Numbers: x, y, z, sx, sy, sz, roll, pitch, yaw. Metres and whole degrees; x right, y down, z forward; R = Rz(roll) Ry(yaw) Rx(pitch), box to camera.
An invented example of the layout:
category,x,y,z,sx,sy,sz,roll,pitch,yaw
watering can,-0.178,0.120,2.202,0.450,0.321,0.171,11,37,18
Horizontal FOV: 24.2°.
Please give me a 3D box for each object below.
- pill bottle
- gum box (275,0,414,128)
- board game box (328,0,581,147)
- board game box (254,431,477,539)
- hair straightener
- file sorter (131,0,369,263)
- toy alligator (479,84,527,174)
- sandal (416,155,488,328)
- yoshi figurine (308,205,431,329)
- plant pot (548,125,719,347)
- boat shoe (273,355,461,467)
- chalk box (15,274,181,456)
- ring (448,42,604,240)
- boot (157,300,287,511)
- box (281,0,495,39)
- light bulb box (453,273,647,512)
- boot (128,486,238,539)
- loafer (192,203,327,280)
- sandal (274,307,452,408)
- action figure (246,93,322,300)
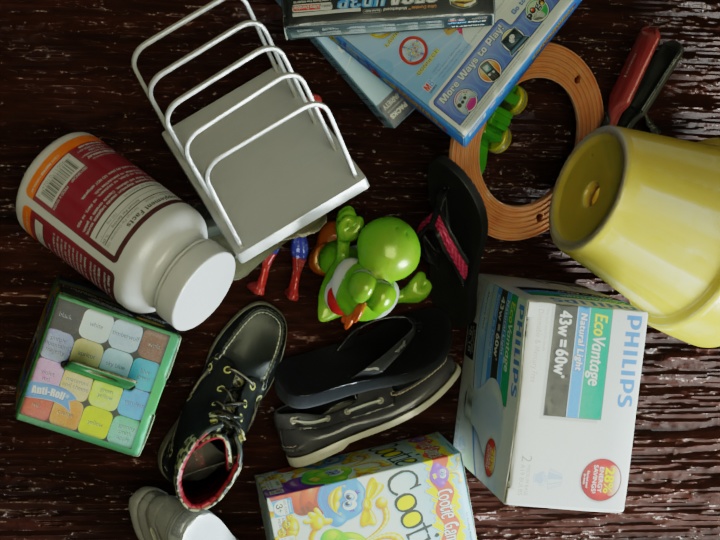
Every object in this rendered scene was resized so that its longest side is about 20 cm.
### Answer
category,x,y,z,sx,sy,sz,roll,pitch,yaw
pill bottle,-0.217,-0.033,1.563,0.199,0.113,0.113,36,89,21
gum box,0.025,-0.272,1.658,0.170,0.045,0.200,-43,102,-4
board game box,0.084,-0.257,1.590,0.195,0.056,0.201,39,87,7
board game box,0.004,0.242,1.684,0.198,0.105,0.104,-12,98,-10
hair straightener,0.280,-0.143,1.714,0.076,0.041,0.202,20,94,-30
file sorter,-0.109,-0.139,1.553,0.138,0.200,0.125,-31,138,-5
toy alligator,0.135,-0.188,1.685,0.059,0.054,0.202,19,94,-50
sandal,0.085,-0.019,1.647,0.045,0.075,0.202,-28,134,-29
yoshi figurine,0.013,-0.009,1.607,0.111,0.200,0.113,-7,97,-9
plant pot,0.294,-0.047,1.639,0.187,0.201,0.203,20,93,-24
boat shoe,0.005,0.127,1.688,0.198,0.073,0.063,-27,104,-2
chalk box,-0.247,0.091,1.569,0.124,0.200,0.125,20,93,-11
ring,0.164,-0.129,1.676,0.199,0.019,0.203,-15,116,-32
boot,-0.125,0.133,1.621,0.073,0.154,0.205,31,90,-12
box,0.023,-0.301,1.547,0.197,0.046,0.161,-4,83,3
light bulb box,0.182,0.116,1.654,0.123,0.200,0.201,5,95,-11
boot,-0.158,0.284,1.676,0.074,0.095,0.201,-47,136,-22
loafer,-0.112,-0.035,1.623,0.198,0.075,0.070,-11,118,28
sandal,0.009,0.082,1.659,0.198,0.076,0.043,-21,136,-25
action figure,-0.067,-0.075,1.661,0.065,0.052,0.202,11,101,-16
